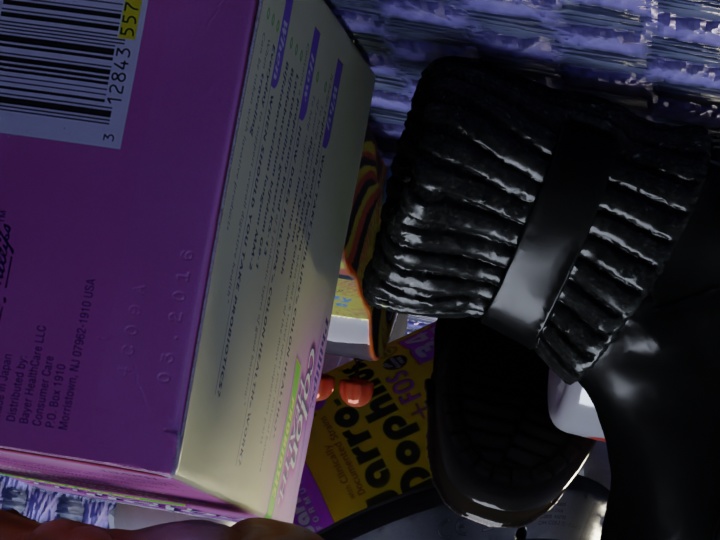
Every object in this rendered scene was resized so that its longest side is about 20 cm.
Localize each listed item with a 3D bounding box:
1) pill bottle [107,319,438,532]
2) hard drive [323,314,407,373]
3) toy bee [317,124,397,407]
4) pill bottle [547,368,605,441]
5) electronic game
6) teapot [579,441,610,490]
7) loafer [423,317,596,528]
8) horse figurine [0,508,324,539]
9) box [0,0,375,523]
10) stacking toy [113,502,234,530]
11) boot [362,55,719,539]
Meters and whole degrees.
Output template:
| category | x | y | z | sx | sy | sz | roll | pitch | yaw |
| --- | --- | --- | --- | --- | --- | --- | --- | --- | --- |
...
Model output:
| category | x | y | z | sx | sy | sz | roll | pitch | yaw |
| --- | --- | --- | --- | --- | --- | --- | --- | --- | --- |
| pill bottle | -0.013 | 0.103 | 1.401 | 0.200 | 0.104 | 0.104 | -25 | 179 | -12 |
| hard drive | -0.084 | 0.038 | 1.583 | 0.200 | 0.038 | 0.140 | 10 | -145 | 9 |
| toy bee | 0.000 | 0.000 | 1.257 | 0.131 | 0.109 | 0.200 | 3 | 169 | 33 |
| pill bottle | 0.183 | 0.029 | 1.205 | 0.200 | 0.112 | 0.111 | 11 | 172 | -3 |
| electronic game | 0.027 | 0.149 | 1.357 | 0.200 | 0.042 | 0.200 | -16 | 150 | -10 |
| teapot | 0.171 | 0.069 | 1.376 | 0.197 | 0.146 | 0.200 | 7 | 170 | 17 |
| loafer | 0.064 | 0.053 | 1.292 | 0.073 | 0.071 | 0.200 | 17 | -148 | -3 |
| horse figurine | -0.054 | 0.103 | 0.973 | 0.200 | 0.050 | 0.133 | 3 | -175 | -9 |
| box | -0.071 | -0.012 | 1.017 | 0.097 | 0.176 | 0.200 | 8 | 172 | 11 |
| stacking toy | -0.101 | 0.033 | 1.179 | 0.146 | 0.200 | 0.146 | -21 | 174 | -2 |
| boot | 0.074 | 0.029 | 1.099 | 0.158 | 0.211 | 0.079 | 7 | -161 | -9 |
